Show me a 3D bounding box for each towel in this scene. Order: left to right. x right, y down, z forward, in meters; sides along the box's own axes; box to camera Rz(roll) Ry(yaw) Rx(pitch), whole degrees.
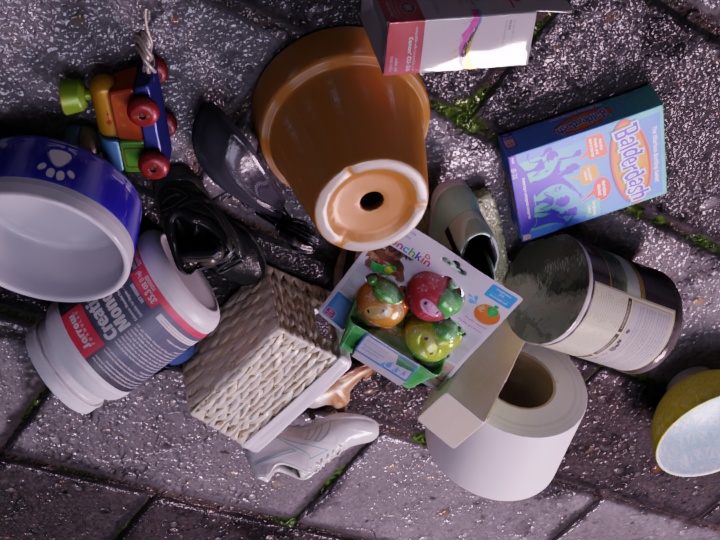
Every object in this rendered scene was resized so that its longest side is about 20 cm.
[{"bbox_3d":[0.123,-0.015,1.577,0.146,0.037,0.201,-18,136,-1],"label":"towel"}]

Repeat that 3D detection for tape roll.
[{"bbox_3d":[0.200,0.196,1.690,0.199,0.204,0.140,-1,134,-17],"label":"tape roll"}]

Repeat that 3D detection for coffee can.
[{"bbox_3d":[0.307,0.045,1.601,0.198,0.147,0.147,17,127,-38],"label":"coffee can"}]

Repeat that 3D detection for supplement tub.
[{"bbox_3d":[-0.278,0.061,1.432,0.199,0.141,0.141,-36,134,6],"label":"supplement tub"}]

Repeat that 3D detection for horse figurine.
[{"bbox_3d":[-0.077,0.176,1.691,0.197,0.050,0.133,2,140,-24],"label":"horse figurine"}]

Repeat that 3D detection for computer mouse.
[{"bbox_3d":[-0.131,-0.098,1.356,0.053,0.138,0.201,-41,126,-8],"label":"computer mouse"}]

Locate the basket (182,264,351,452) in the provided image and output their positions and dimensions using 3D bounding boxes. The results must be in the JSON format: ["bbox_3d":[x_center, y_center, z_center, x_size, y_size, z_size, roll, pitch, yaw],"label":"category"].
[{"bbox_3d":[-0.126,0.110,1.550,0.123,0.137,0.200,28,120,-34],"label":"basket"}]

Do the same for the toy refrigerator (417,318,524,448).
[{"bbox_3d":[0.153,0.130,1.576,0.070,0.201,0.076,39,135,-3],"label":"toy refrigerator"}]

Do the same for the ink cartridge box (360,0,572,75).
[{"bbox_3d":[0.108,-0.267,1.267,0.197,0.117,0.068,-6,134,-11],"label":"ink cartridge box"}]

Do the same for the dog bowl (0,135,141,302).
[{"bbox_3d":[-0.339,-0.052,1.315,0.197,0.080,0.201,5,146,3],"label":"dog bowl"}]

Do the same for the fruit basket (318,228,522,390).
[{"bbox_3d":[0.064,0.047,1.435,0.184,0.094,0.200,32,138,-8],"label":"fruit basket"}]

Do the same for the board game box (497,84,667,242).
[{"bbox_3d":[0.278,-0.130,1.507,0.197,0.045,0.153,-19,136,0],"label":"board game box"}]

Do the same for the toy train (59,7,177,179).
[{"bbox_3d":[-0.261,-0.188,1.262,0.114,0.085,0.202,-1,135,2],"label":"toy train"}]

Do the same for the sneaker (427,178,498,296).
[{"bbox_3d":[0.122,0.003,1.482,0.073,0.119,0.202,-13,133,-9],"label":"sneaker"}]

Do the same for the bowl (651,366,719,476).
[{"bbox_3d":[0.530,0.214,1.880,0.197,0.109,0.202,-9,135,-9],"label":"bowl"}]

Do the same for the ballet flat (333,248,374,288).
[{"bbox_3d":[0.000,0.000,1.529,0.067,0.068,0.202,-3,134,-3],"label":"ballet flat"}]

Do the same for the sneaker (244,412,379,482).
[{"bbox_3d":[-0.065,0.250,1.694,0.197,0.081,0.071,-7,148,-17],"label":"sneaker"}]

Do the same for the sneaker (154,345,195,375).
[{"bbox_3d":[-0.303,0.118,1.552,0.197,0.071,0.078,-8,138,-1],"label":"sneaker"}]

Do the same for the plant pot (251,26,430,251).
[{"bbox_3d":[-0.007,-0.128,1.318,0.197,0.185,0.202,-9,136,-9],"label":"plant pot"}]

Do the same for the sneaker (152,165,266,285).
[{"bbox_3d":[-0.171,-0.021,1.423,0.075,0.115,0.200,-25,138,10],"label":"sneaker"}]
